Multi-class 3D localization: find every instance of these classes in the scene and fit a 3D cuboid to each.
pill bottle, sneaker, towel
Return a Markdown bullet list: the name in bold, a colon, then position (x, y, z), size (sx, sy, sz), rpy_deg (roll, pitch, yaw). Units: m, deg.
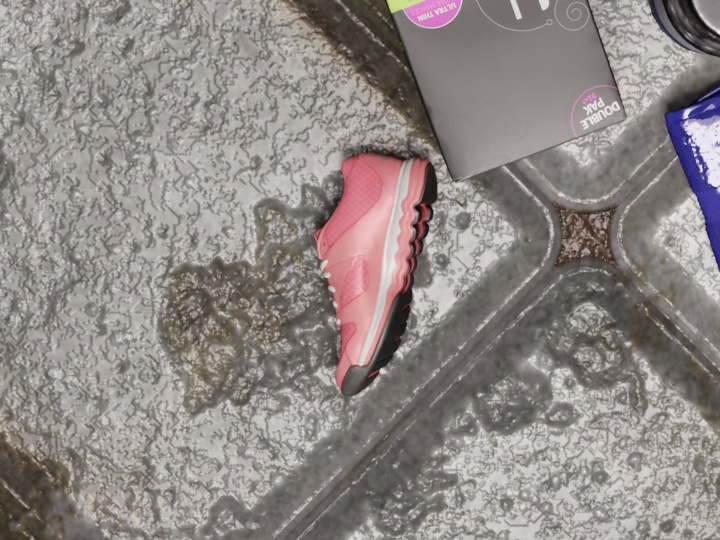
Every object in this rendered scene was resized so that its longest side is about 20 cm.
- **pill bottle**: position (0.280, -0.217, 1.566), size (0.111, 0.200, 0.113), rpy_deg (0, 97, 2)
- **sneaker**: position (0.000, 0.000, 1.679), size (0.086, 0.074, 0.201), rpy_deg (16, 94, 14)
- **towel**: position (0.344, -0.063, 1.663), size (0.147, 0.050, 0.201), rpy_deg (-20, 96, 11)

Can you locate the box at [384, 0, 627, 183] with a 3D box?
- **box**: position (0.106, -0.189, 1.614), size (0.148, 0.124, 0.201), rpy_deg (-19, 97, 6)
